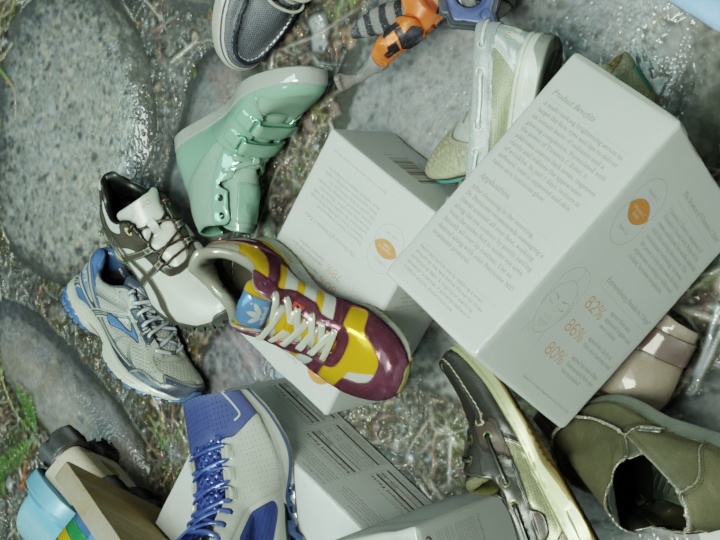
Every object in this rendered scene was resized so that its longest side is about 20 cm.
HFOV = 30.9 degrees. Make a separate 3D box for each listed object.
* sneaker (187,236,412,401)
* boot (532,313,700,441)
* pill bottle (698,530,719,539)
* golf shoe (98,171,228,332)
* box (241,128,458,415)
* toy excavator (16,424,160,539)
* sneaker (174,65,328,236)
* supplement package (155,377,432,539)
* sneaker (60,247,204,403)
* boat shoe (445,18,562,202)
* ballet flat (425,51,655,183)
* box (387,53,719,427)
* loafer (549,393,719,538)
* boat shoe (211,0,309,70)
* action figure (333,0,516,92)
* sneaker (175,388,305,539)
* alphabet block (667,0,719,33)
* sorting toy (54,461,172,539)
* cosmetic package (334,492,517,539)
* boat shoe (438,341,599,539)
[{"bbox_3d":[-0.052,0.041,1.021,0.199,0.090,0.076,33,111,30],"label":"sneaker"},{"bbox_3d":[0.161,0.037,1.009,0.200,0.070,0.147,49,112,22],"label":"boot"},{"bbox_3d":[0.329,0.143,0.859,0.199,0.113,0.114,-35,73,33],"label":"pill bottle"},{"bbox_3d":[-0.187,-0.020,1.215,0.199,0.078,0.095,36,156,32],"label":"golf shoe"},{"bbox_3d":[0.000,0.000,1.097,0.124,0.097,0.201,40,114,26],"label":"box"},{"bbox_3d":[-0.299,0.276,1.320,0.100,0.195,0.200,41,87,26],"label":"toy excavator"},{"bbox_3d":[-0.088,-0.099,1.167,0.200,0.073,0.120,-28,70,44],"label":"sneaker"},{"bbox_3d":[-0.056,0.219,1.143,0.200,0.110,0.157,40,114,27],"label":"supplement package"},{"bbox_3d":[-0.217,0.050,1.273,0.200,0.077,0.086,41,111,26],"label":"sneaker"},{"bbox_3d":[0.098,-0.083,0.970,0.064,0.074,0.204,20,119,19],"label":"boat shoe"},{"bbox_3d":[0.130,-0.124,1.012,0.198,0.068,0.063,-15,120,29],"label":"ballet flat"},{"bbox_3d":[0.146,-0.017,0.909,0.200,0.152,0.106,-48,49,3],"label":"box"},{"bbox_3d":[0.186,0.134,0.890,0.199,0.069,0.076,1,108,64],"label":"loafer"},{"bbox_3d":[-0.061,-0.255,1.129,0.093,0.074,0.202,45,118,46],"label":"boat shoe"},{"bbox_3d":[0.057,-0.253,1.049,0.191,0.104,0.203,-14,73,20],"label":"action figure"},{"bbox_3d":[-0.106,0.195,1.040,0.080,0.115,0.202,-25,77,31],"label":"sneaker"},{"bbox_3d":[0.286,-0.235,0.814,0.196,0.199,0.197,41,116,27],"label":"alphabet block"},{"bbox_3d":[-0.175,0.283,1.146,0.070,0.200,0.199,-50,45,0],"label":"sorting toy"},{"bbox_3d":[0.066,0.221,1.001,0.112,0.199,0.082,-21,80,38],"label":"cosmetic package"},{"bbox_3d":[0.104,0.141,0.951,0.064,0.073,0.201,-31,59,-1],"label":"boat shoe"}]
